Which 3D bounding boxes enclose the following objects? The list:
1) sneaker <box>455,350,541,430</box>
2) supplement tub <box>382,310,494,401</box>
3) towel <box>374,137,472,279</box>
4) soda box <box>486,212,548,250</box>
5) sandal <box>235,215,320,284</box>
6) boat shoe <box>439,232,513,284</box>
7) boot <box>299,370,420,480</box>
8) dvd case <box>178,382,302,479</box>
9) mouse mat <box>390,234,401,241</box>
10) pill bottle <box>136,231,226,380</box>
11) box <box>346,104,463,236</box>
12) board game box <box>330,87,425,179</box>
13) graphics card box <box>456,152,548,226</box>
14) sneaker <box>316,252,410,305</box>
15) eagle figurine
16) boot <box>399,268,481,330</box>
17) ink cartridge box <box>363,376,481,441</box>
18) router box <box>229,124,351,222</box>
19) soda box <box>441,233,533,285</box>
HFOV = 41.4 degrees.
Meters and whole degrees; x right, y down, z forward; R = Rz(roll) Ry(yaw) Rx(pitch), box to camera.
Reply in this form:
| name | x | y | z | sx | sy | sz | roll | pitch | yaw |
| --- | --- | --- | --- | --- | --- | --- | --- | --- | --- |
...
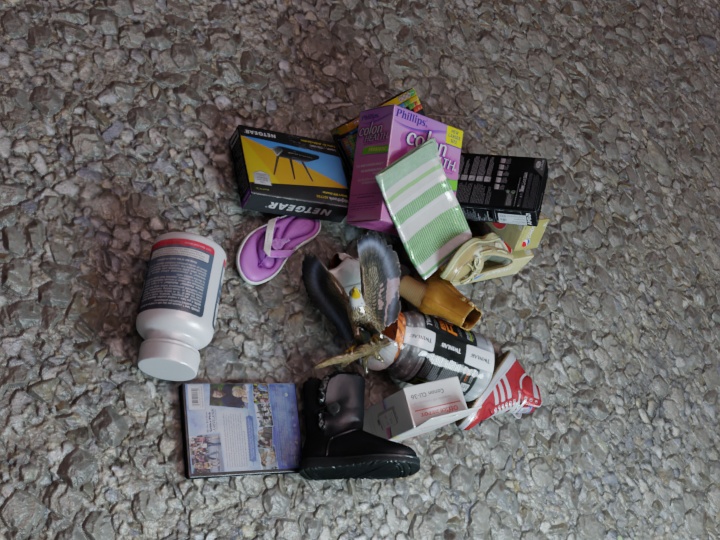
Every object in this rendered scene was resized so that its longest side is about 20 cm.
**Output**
| name | x | y | z | sx | sy | sz | roll | pitch | yaw |
| --- | --- | --- | --- | --- | --- | --- | --- | --- | --- |
| sneaker | 0.256 | 0.245 | 1.724 | 0.113 | 0.071 | 0.200 | 46 | 51 | -2 |
| supplement tub | 0.123 | 0.144 | 1.654 | 0.198 | 0.122 | 0.124 | 20 | 60 | -23 |
| towel | 0.113 | -0.105 | 1.631 | 0.152 | 0.023 | 0.202 | -37 | 113 | -34 |
| soda box | 0.269 | -0.127 | 1.832 | 0.063 | 0.068 | 0.200 | -9 | 43 | -34 |
| sandal | -0.137 | -0.055 | 1.623 | 0.083 | 0.050 | 0.203 | 48 | 51 | -4 |
| boat shoe | 0.210 | -0.014 | 1.691 | 0.063 | 0.074 | 0.200 | 44 | 29 | 16 |
| boot | -0.002 | 0.239 | 1.505 | 0.197 | 0.077 | 0.170 | -5 | 58 | 14 |
| dvd case | -0.183 | 0.247 | 1.483 | 0.197 | 0.018 | 0.145 | 4 | 68 | -31 |
| mouse mat | 0.123 | -0.141 | 1.799 | 0.159 | 0.007 | 0.204 | 17 | 75 | -39 |
| pill bottle | -0.276 | 0.056 | 1.446 | 0.118 | 0.119 | 0.203 | 19 | 60 | -23 |
| box | 0.080 | -0.166 | 1.680 | 0.174 | 0.096 | 0.204 | 13 | 81 | -40 |
| board game box | 0.056 | -0.228 | 1.792 | 0.199 | 0.056 | 0.167 | -35 | 104 | -37 |
| graphics card box | 0.240 | -0.153 | 1.762 | 0.197 | 0.051 | 0.127 | 5 | 58 | 20 |
| sneaker | 0.000 | 0.000 | 1.670 | 0.198 | 0.073 | 0.086 | -13 | 79 | -34 |
| eagle figurine | -0.005 | 0.054 | 1.547 | 0.150 | 0.152 | 0.202 | 9 | 47 | -26 |
| boot | 0.151 | 0.047 | 1.683 | 0.143 | 0.072 | 0.201 | 30 | 19 | 12 |
| ink cartridge box | 0.094 | 0.228 | 1.549 | 0.115 | 0.200 | 0.068 | -8 | 73 | -34 |
| router box | -0.121 | -0.167 | 1.664 | 0.197 | 0.051 | 0.151 | 6 | 54 | -31 |
| soda box | 0.233 | -0.023 | 1.824 | 0.198 | 0.068 | 0.065 | -9 | 63 | -34 |
